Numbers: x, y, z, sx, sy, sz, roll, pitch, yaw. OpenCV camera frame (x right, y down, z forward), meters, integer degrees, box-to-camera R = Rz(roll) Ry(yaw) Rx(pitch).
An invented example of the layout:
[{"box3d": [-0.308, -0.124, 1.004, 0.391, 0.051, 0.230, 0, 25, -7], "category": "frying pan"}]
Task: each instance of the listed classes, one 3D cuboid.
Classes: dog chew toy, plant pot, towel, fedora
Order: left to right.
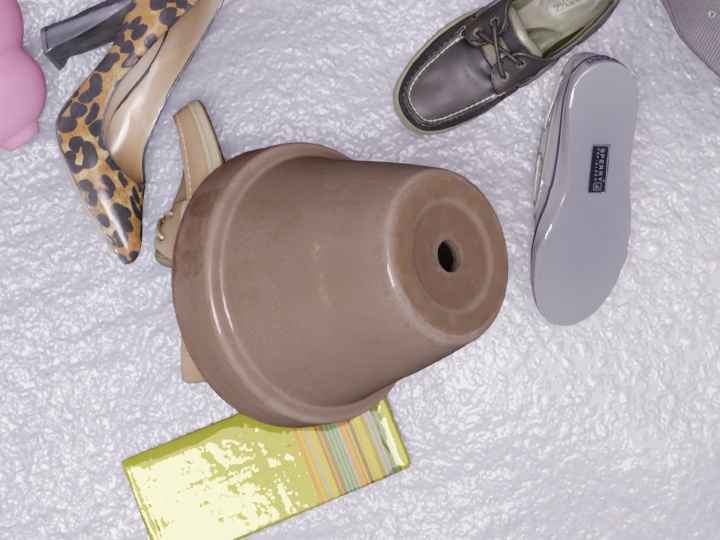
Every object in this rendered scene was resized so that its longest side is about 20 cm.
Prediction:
[{"box3d": [-0.291, -0.172, 1.127, 0.124, 0.124, 0.201, -37, 100, -8], "category": "dog chew toy"}, {"box3d": [-0.068, 0.141, 1.190, 0.198, 0.018, 0.087, -22, 84, -8], "category": "towel"}, {"box3d": [0.000, 0.000, 1.089, 0.199, 0.174, 0.203, 9, 76, -40], "category": "plant pot"}, {"box3d": [0.283, -0.196, 1.205, 0.090, 0.177, 0.200, -39, 93, 21], "category": "fedora"}]

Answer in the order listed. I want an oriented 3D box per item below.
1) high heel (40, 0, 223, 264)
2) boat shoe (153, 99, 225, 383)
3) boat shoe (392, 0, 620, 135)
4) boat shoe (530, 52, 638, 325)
[{"box3d": [-0.140, -0.115, 1.134, 0.141, 0.071, 0.202, -21, 69, 10], "category": "high heel"}, {"box3d": [-0.118, -0.021, 1.163, 0.064, 0.071, 0.202, -10, 83, -1], "category": "boat shoe"}, {"box3d": [0.112, -0.173, 1.207, 0.200, 0.066, 0.072, -33, 92, -8], "category": "boat shoe"}, {"box3d": [0.159, -0.062, 1.208, 0.071, 0.066, 0.202, -1, 108, -11], "category": "boat shoe"}]
